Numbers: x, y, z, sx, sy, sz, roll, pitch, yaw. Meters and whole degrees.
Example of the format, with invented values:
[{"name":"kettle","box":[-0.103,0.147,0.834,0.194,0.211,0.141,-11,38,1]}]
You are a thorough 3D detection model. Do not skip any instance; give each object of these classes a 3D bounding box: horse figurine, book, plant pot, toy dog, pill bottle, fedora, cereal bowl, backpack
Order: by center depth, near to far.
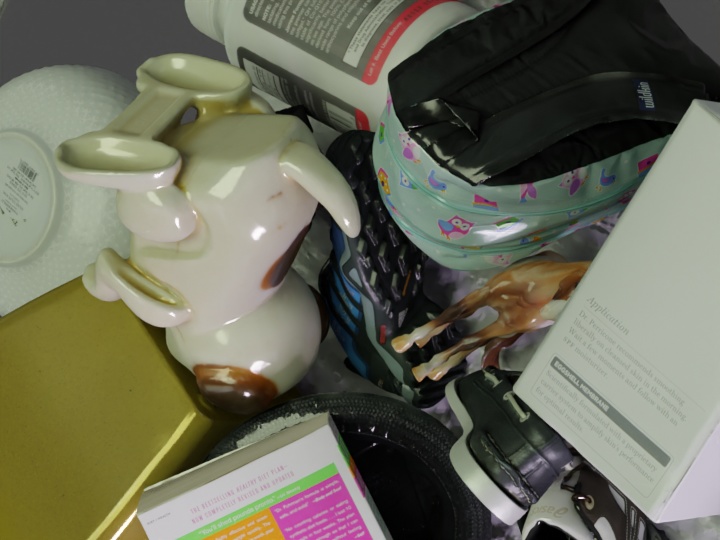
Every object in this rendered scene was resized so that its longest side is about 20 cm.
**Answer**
[{"name":"backpack","box":[0.105,-0.088,1.540,0.167,0.200,0.127,50,152,29]},{"name":"horse figurine","box":[0.091,0.025,1.564,0.132,0.200,0.050,-28,84,6]},{"name":"toy dog","box":[-0.078,-0.013,1.602,0.194,0.140,0.200,6,128,18]},{"name":"book","box":[-0.036,0.204,1.615,0.133,0.048,0.200,-24,104,6]},{"name":"fedora","box":[-0.013,0.154,1.671,0.200,0.092,0.201,2,108,5]},{"name":"pill bottle","box":[-0.018,-0.155,1.686,0.200,0.111,0.111,30,107,32]},{"name":"plant pot","box":[-0.153,0.104,1.733,0.176,0.200,0.200,-46,64,21]},{"name":"cereal bowl","box":[-0.225,-0.050,1.854,0.200,0.083,0.201,-1,89,37]}]

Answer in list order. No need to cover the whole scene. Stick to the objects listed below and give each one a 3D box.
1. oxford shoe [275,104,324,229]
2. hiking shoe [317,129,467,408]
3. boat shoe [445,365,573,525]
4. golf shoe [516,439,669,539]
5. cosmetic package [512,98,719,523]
[{"name":"oxford shoe","box":[-0.075,-0.052,1.721,0.085,0.073,0.200,62,161,-9]},{"name":"hiking shoe","box":[0.000,0.000,1.649,0.087,0.074,0.200,12,128,40]},{"name":"boat shoe","box":[0.093,0.092,1.515,0.060,0.200,0.076,-41,103,9]},{"name":"golf shoe","box":[0.138,0.126,1.578,0.078,0.094,0.200,-19,76,36]},{"name":"cosmetic package","box":[0.223,0.021,1.450,0.123,0.199,0.200,43,113,28]}]
